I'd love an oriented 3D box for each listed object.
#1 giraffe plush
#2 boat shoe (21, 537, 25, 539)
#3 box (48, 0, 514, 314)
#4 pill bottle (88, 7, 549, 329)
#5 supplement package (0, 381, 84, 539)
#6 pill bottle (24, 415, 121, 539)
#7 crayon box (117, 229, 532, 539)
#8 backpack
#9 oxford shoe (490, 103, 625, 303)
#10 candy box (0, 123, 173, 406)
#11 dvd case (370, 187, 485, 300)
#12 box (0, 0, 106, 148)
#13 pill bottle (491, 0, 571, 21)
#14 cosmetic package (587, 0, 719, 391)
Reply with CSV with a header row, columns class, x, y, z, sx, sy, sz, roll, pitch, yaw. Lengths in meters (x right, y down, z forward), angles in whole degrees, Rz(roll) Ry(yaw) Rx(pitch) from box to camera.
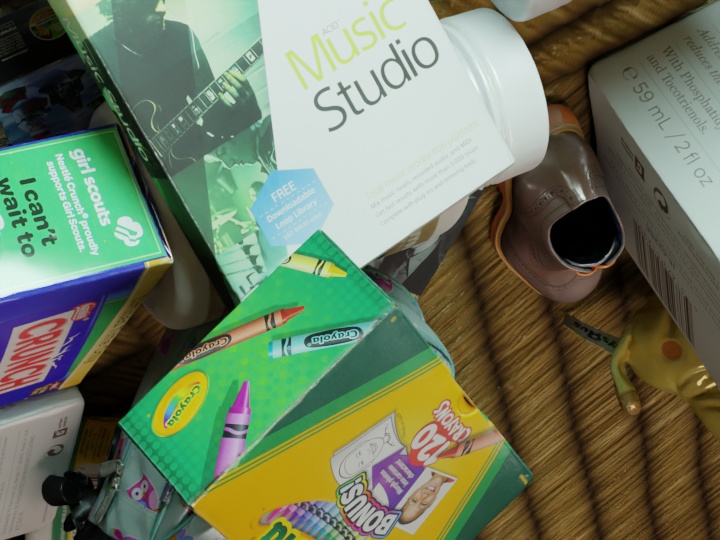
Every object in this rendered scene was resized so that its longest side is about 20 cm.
class,x,y,z,sx,sy,sz,roll,pitch,yaw
giraffe plush,0.256,0.012,1.591,0.199,0.173,0.163,20,122,-12
boat shoe,-0.202,0.198,1.505,0.200,0.071,0.070,-36,166,-11
box,-0.039,-0.094,1.046,0.144,0.201,0.036,-34,-167,-17
pill bottle,-0.017,-0.055,1.136,0.199,0.111,0.111,-20,151,-19
supplement package,-0.256,0.078,1.205,0.199,0.117,0.118,-15,149,-27
pill bottle,-0.085,0.144,1.399,0.199,0.113,0.113,3,150,4
crayon box,-0.010,0.080,1.072,0.119,0.058,0.200,-44,147,-3
backpack,-0.042,0.084,1.209,0.166,0.126,0.201,18,100,-44
oxford shoe,0.122,-0.019,1.456,0.071,0.073,0.200,-29,153,-2
candy box,-0.204,0.018,1.078,0.199,0.077,0.169,-16,165,-26
dvd case,0.000,0.000,1.330,0.201,0.022,0.146,-58,156,7
box,-0.120,-0.083,1.154,0.199,0.040,0.137,-25,153,-10
pill bottle,0.144,-0.198,1.140,0.199,0.113,0.113,-24,152,-10
cosmetic package,0.260,-0.059,1.414,0.199,0.168,0.167,-27,147,-7
